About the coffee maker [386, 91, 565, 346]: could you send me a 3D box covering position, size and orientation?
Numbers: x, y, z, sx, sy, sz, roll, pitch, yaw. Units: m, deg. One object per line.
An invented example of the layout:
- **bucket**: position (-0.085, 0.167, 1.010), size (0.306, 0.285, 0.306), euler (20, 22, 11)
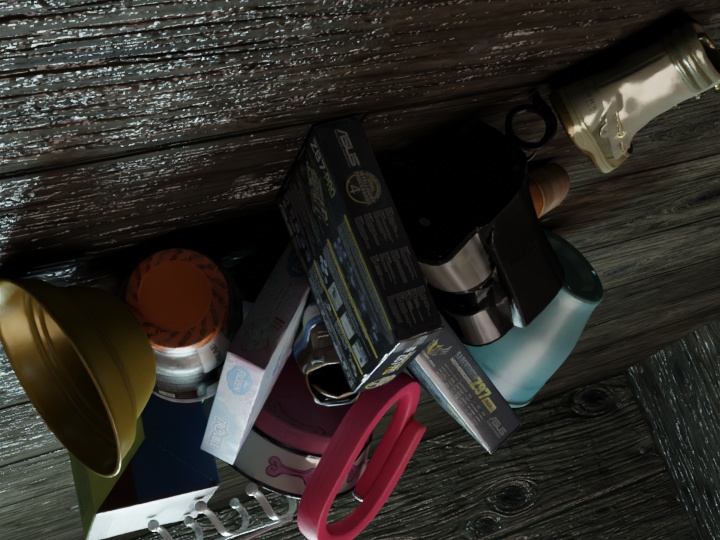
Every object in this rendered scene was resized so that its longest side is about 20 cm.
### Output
- **coffee maker**: position (0.132, -0.038, 1.214), size (0.191, 0.135, 0.200), euler (-25, 146, 7)

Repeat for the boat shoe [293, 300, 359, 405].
- **boat shoe**: position (-0.031, 0.095, 1.236), size (0.072, 0.073, 0.200), euler (-5, 157, -1)

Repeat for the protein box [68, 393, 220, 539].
- **protein box**: position (-0.254, 0.178, 1.383), size (0.134, 0.200, 0.200), euler (-9, 163, -19)

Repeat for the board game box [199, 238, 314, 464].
- **board game box**: position (-0.088, 0.063, 1.235), size (0.200, 0.043, 0.200), euler (113, 3, -53)

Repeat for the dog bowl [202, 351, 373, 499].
- **dog bowl**: position (-0.073, 0.159, 1.380), size (0.200, 0.200, 0.074), euler (-5, 130, -48)

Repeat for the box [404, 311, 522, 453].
- **box**: position (0.065, 0.078, 1.242), size (0.051, 0.158, 0.200), euler (-42, 130, -4)

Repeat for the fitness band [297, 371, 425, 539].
- **fitness band**: position (0.004, 0.197, 1.297), size (0.201, 0.037, 0.143), euler (-62, 152, 5)

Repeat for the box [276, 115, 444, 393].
- **box**: position (-0.006, -0.009, 1.084), size (0.049, 0.201, 0.161), euler (-17, 164, -19)

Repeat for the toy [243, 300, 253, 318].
- **toy**: position (-0.096, 0.067, 1.444), size (0.199, 0.047, 0.115), euler (20, 147, -39)

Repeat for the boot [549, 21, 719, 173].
- **boot**: position (0.277, -0.167, 1.197), size (0.154, 0.072, 0.200), euler (-29, 164, 18)

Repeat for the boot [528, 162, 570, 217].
- **boot**: position (0.147, -0.032, 1.420), size (0.154, 0.074, 0.201), euler (-27, 148, -31)

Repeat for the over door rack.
- **over door rack**: position (-0.169, 0.284, 1.310), size (0.147, 0.067, 0.200), euler (-24, -176, 24)

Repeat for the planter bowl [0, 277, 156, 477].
- **planter bowl**: position (-0.241, 0.078, 1.111), size (0.083, 0.201, 0.200), euler (-31, 172, -31)

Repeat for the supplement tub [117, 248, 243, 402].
- **supplement tub**: position (-0.176, 0.054, 1.222), size (0.122, 0.123, 0.200), euler (-19, 166, -10)

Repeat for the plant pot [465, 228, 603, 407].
- **plant pot**: position (0.221, 0.050, 1.695), size (0.200, 0.200, 0.188), euler (-3, 142, -51)
